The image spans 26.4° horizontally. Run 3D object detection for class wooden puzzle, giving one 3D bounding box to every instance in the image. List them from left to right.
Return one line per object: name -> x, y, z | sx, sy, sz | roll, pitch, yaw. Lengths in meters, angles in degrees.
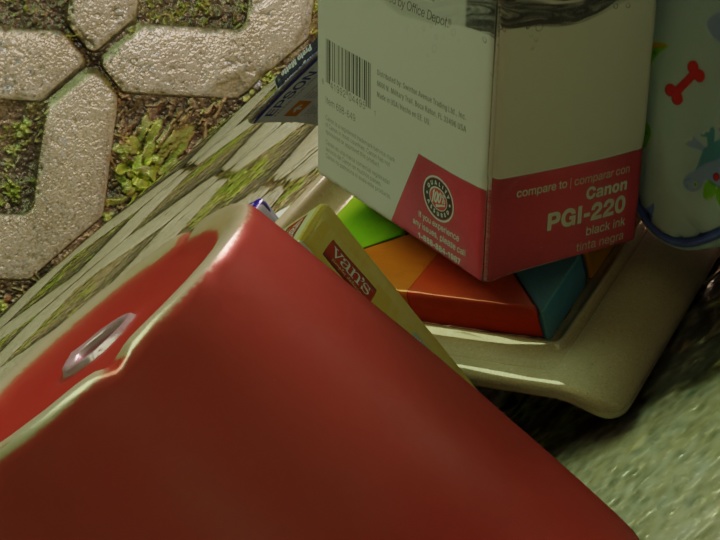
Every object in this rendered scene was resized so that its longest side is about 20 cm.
wooden puzzle -> 0.056, -0.018, 0.698 | 0.199, 0.037, 0.185 | 11, 41, 29

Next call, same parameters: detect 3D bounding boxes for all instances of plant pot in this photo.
plant pot -> -0.035, 0.089, 0.505 | 0.200, 0.178, 0.201 | -37, 12, 9

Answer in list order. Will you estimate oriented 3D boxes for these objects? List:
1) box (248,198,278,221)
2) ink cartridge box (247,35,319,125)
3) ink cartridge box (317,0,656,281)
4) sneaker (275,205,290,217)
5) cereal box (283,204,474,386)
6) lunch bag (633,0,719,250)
box -> -0.136, 0.068, 1.049 | 0.200, 0.105, 0.184 | -26, 18, 50
ink cartridge box -> 0.047, -0.152, 0.864 | 0.199, 0.041, 0.200 | -40, -19, 25
ink cartridge box -> 0.048, -0.119, 0.631 | 0.084, 0.201, 0.146 | -14, 29, -26
sneaker -> -0.006, -0.043, 1.159 | 0.200, 0.074, 0.080 | -44, 17, 17
cereal box -> -0.046, 0.079, 0.649 | 0.200, 0.144, 0.040 | -33, 14, 31
lunch bag -> 0.178, -0.098, 0.592 | 0.082, 0.162, 0.200 | -10, -10, -36
